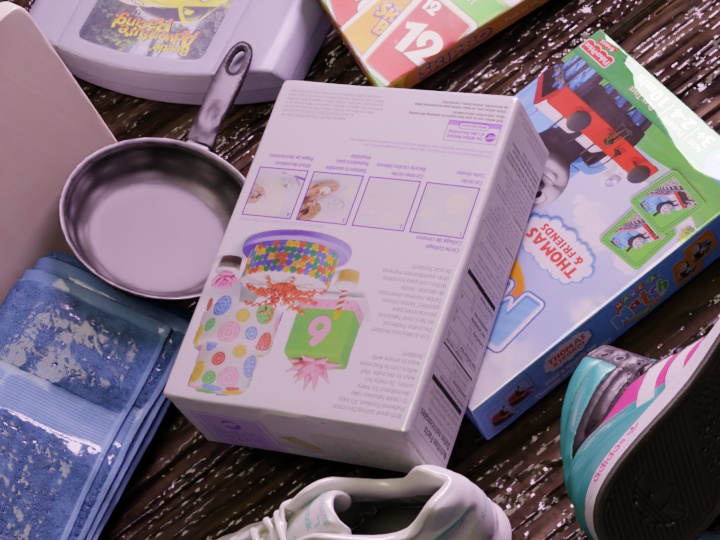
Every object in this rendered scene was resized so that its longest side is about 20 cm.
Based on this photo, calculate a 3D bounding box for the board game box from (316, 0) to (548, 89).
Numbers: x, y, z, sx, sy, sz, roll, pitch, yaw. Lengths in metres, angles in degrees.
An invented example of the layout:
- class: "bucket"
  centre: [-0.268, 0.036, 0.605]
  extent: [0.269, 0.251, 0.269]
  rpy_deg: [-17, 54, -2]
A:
- class: "board game box"
  centre: [0.073, -0.192, 1.367]
  extent: [0.200, 0.030, 0.096]
  rpy_deg: [-31, 73, -3]

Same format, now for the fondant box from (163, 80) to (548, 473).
- class: "fondant box"
  centre: [0.000, 0.000, 1.222]
  extent: [0.144, 0.058, 0.200]
  rpy_deg: [7, 62, 28]

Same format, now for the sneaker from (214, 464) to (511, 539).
- class: "sneaker"
  centre: [-0.029, 0.140, 1.170]
  extent: [0.200, 0.080, 0.071]
  rpy_deg: [-20, 55, 10]

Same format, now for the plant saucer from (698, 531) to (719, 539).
- class: "plant saucer"
  centre: [0.147, 0.218, 1.072]
  extent: [0.201, 0.039, 0.201]
  rpy_deg: [-10, 55, 15]

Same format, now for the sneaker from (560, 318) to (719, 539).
- class: "sneaker"
  centre: [0.171, 0.054, 1.125]
  extent: [0.200, 0.084, 0.121]
  rpy_deg: [-43, 15, -6]

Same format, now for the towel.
- class: "towel"
  centre: [-0.175, 0.090, 1.258]
  extent: [0.112, 0.049, 0.200]
  rpy_deg: [25, 68, 5]

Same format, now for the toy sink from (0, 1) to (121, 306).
- class: "toy sink"
  centre: [-0.227, -0.062, 1.308]
  extent: [0.112, 0.200, 0.130]
  rpy_deg: [26, 71, 33]

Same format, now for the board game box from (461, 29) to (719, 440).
- class: "board game box"
  centre: [0.101, -0.023, 1.253]
  extent: [0.200, 0.037, 0.151]
  rpy_deg: [-39, 52, -5]

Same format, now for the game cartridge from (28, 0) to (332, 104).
- class: "game cartridge"
  centre: [-0.110, -0.167, 1.437]
  extent: [0.200, 0.041, 0.133]
  rpy_deg: [12, 67, 28]

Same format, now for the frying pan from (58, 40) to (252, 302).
- class: "frying pan"
  centre: [-0.114, -0.056, 1.313]
  extent: [0.115, 0.031, 0.190]
  rpy_deg: [3, 52, -12]
